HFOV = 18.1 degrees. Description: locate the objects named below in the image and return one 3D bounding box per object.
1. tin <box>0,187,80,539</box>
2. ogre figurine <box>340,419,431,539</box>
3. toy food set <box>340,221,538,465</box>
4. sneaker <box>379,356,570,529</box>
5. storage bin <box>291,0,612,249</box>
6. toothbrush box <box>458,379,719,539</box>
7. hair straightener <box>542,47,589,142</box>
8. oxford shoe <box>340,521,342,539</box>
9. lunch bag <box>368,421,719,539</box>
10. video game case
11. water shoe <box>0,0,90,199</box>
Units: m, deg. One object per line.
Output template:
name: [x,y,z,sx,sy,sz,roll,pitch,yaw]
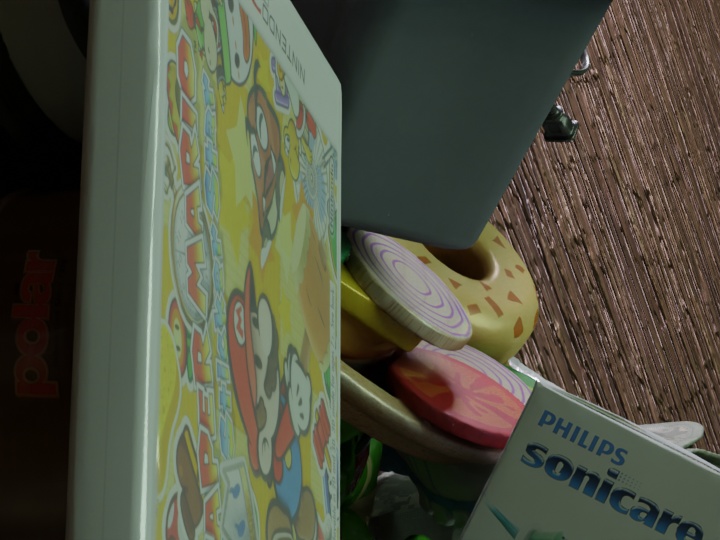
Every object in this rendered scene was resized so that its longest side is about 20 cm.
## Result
tin: [-0.058,0.051,0.626,0.200,0.042,0.113,61,24,-62]
ogre figurine: [-0.027,0.060,0.901,0.120,0.097,0.201,-31,117,-79]
toy food set: [0.000,0.000,0.859,0.200,0.049,0.198,34,18,-26]
sneaker: [0.029,0.048,0.973,0.075,0.200,0.087,-34,111,-20]
storage bin: [-0.005,-0.105,0.795,0.145,0.135,0.200,12,22,-32]
toothbrush box: [0.065,0.153,0.806,0.201,0.085,0.146,-63,164,-2]
hair straightener: [0.069,-0.091,1.016,0.200,0.041,0.077,-64,134,-64]
oxford shoe: [-0.039,0.171,0.821,0.074,0.070,0.201,40,59,-65]
lunch bag: [0.099,0.137,1.061,0.200,0.163,0.118,44,43,-53]
video game case: [-0.035,0.006,0.606,0.182,0.023,0.201,54,34,-67]
water shoe: [-0.083,-0.041,0.671,0.200,0.079,0.072,46,23,-71]
